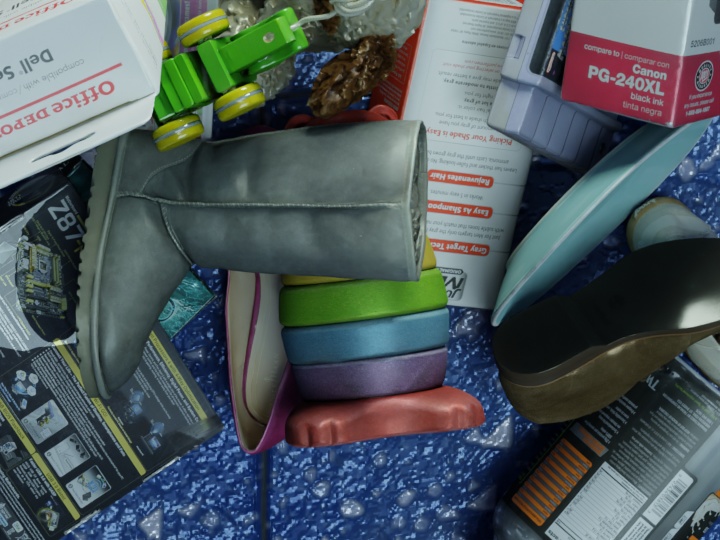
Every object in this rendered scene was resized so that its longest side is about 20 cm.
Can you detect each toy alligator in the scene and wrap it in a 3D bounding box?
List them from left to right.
[{"bbox_3d":[-0.071,-0.123,1.562,0.200,0.054,0.059,-26,89,15],"label":"toy alligator"}]

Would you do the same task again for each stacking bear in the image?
[{"bbox_3d":[0.000,0.000,1.661,0.121,0.114,0.201,-6,92,-11],"label":"stacking bear"}]

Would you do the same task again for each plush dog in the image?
[{"bbox_3d":[-0.008,-0.187,1.611,0.160,0.172,0.201,-6,110,-19],"label":"plush dog"}]

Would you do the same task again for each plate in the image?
[{"bbox_3d":[0.150,-0.041,1.737,0.200,0.200,0.026,-44,82,-1],"label":"plate"}]

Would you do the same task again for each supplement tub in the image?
[{"bbox_3d":[0.175,0.154,1.835,0.122,0.123,0.200,39,93,-28],"label":"supplement tub"}]

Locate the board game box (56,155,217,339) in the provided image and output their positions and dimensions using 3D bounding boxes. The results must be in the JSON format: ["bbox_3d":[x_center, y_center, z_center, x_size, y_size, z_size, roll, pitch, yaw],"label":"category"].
[{"bbox_3d":[-0.206,0.040,1.700,0.200,0.028,0.135,-44,118,-2],"label":"board game box"}]

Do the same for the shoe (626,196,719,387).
[{"bbox_3d":[0.249,0.031,1.853,0.070,0.053,0.200,-43,123,0],"label":"shoe"}]

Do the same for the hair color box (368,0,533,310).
[{"bbox_3d":[0.056,-0.081,1.738,0.101,0.061,0.201,6,106,-23],"label":"hair color box"}]

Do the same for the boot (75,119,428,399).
[{"bbox_3d":[-0.063,-0.007,1.590,0.199,0.073,0.183,6,85,3],"label":"boot"}]

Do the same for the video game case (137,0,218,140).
[{"bbox_3d":[-0.185,-0.151,1.607,0.199,0.018,0.144,3,114,-3],"label":"video game case"}]

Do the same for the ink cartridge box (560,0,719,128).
[{"bbox_3d":[0.204,-0.200,1.662,0.145,0.083,0.201,-16,118,-55],"label":"ink cartridge box"}]

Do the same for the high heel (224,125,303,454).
[{"bbox_3d":[-0.064,0.014,1.703,0.067,0.096,0.201,8,118,14],"label":"high heel"}]

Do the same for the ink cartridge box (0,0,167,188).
[{"bbox_3d":[-0.174,-0.123,1.500,0.117,0.200,0.067,-23,113,7],"label":"ink cartridge box"}]

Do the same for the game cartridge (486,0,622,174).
[{"bbox_3d":[0.147,-0.168,1.701,0.130,0.038,0.201,20,88,-63],"label":"game cartridge"}]

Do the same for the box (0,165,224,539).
[{"bbox_3d":[-0.201,0.060,1.666,0.161,0.049,0.200,-34,116,-5],"label":"box"}]

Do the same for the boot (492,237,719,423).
[{"bbox_3d":[0.183,0.040,1.773,0.199,0.074,0.076,-21,139,-5],"label":"boot"}]
